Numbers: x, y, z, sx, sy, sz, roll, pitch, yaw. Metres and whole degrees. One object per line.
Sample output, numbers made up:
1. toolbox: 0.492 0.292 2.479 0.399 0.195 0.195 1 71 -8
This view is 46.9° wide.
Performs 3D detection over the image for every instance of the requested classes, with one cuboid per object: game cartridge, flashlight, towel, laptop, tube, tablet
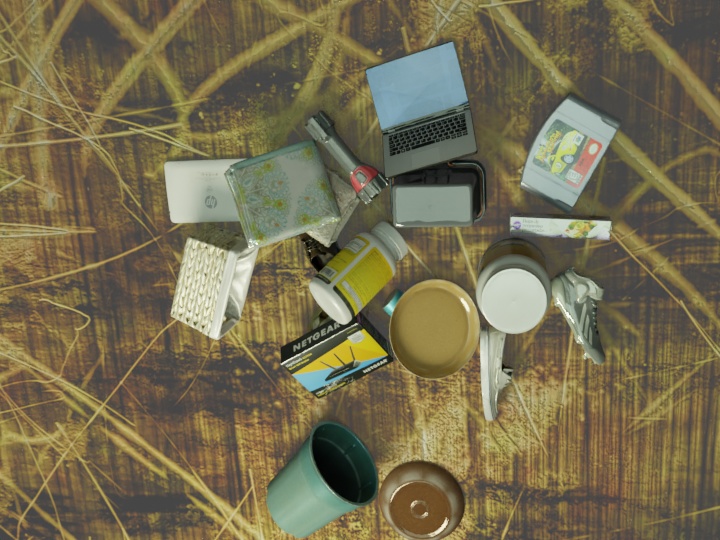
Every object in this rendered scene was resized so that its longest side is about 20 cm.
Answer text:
1. game cartridge: 0.394 -0.228 1.597 0.131 0.041 0.203 28 109 6
2. flashlight: -0.028 -0.229 1.663 0.201 0.068 0.068 49 147 -1
3. towel: -0.107 -0.151 1.678 0.197 0.035 0.134 31 76 1
4. laptop: 0.113 -0.305 1.588 0.183 0.203 0.117 -14 137 15
5. tube: 0.134 0.123 1.741 0.199 0.051 0.078 42 104 -7
6. tablet: -0.317 -0.167 1.758 0.194 0.014 0.134 -1 106 11
7. towel: -0.154 -0.150 1.636 0.195 0.048 0.175 -18 83 -8

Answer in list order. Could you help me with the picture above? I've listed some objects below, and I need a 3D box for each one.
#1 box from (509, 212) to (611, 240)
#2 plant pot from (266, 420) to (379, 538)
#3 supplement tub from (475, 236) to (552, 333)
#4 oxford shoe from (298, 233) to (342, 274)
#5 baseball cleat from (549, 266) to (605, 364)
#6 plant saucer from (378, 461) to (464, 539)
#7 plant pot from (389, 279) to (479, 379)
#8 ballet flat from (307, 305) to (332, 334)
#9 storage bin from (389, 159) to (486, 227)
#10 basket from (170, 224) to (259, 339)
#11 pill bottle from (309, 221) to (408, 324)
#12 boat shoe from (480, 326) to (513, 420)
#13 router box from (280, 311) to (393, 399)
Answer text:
1. box: 0.392 -0.087 1.634 0.194 0.041 0.040 3 106 11
2. plant pot: -0.095 0.468 1.814 0.200 0.201 0.196 46 116 -5
3. supplement tub: 0.295 0.028 1.600 0.141 0.200 0.149 3 106 10
4. oxford shoe: -0.089 -0.062 1.709 0.072 0.084 0.202 -30 97 19
5. baseball cleat: 0.456 0.089 1.657 0.105 0.070 0.202 -32 99 18
6. plant saucer: 0.135 0.528 1.861 0.195 0.037 0.206 3 107 9
7. plant pot: 0.150 0.120 1.711 0.194 0.027 0.206 -1 94 -13
8. ballet flat: -0.058 0.094 1.757 0.070 0.071 0.201 36 109 -2
9. storage bin: 0.146 -0.149 1.613 0.194 0.135 0.150 0 106 9
10. basket: -0.306 0.017 1.747 0.121 0.136 0.204 21 109 8
11. pill bottle: 0.000 0.000 1.658 0.200 0.112 0.113 -44 96 -16
12. boat shoe: 0.285 0.215 1.728 0.068 0.071 0.206 -2 101 10
13. router box: -0.050 0.177 1.751 0.197 0.052 0.149 -29 130 18
